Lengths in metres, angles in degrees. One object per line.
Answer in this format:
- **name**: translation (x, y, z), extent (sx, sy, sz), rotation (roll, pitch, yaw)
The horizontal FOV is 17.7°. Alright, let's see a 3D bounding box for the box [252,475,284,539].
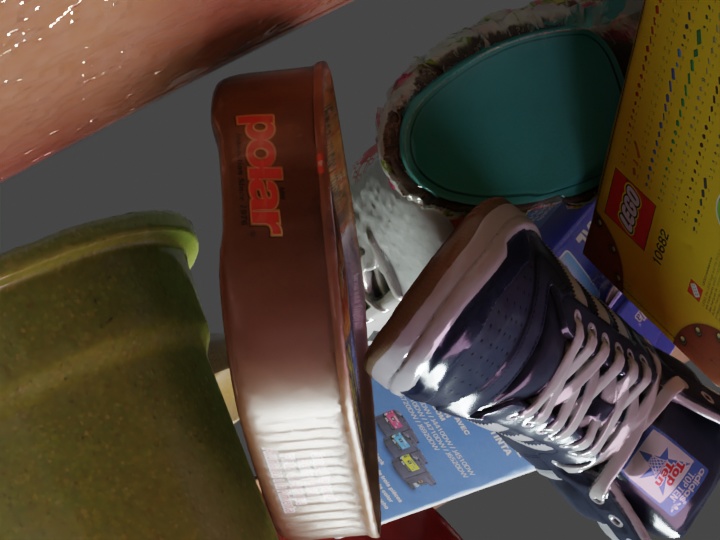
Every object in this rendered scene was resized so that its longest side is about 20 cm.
- **box**: translation (-0.140, 0.170, 1.171), extent (0.199, 0.096, 0.100), rotation (-27, -172, -19)

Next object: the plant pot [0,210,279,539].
- **plant pot**: translation (-0.101, 0.110, 0.796), extent (0.199, 0.185, 0.200), rotation (-30, 170, -6)

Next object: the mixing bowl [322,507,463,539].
- **mixing bowl**: translation (-0.028, 0.210, 1.711), extent (0.199, 0.109, 0.200), rotation (-30, 170, -6)

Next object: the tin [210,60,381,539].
- **tin**: translation (-0.018, 0.016, 0.722), extent (0.041, 0.113, 0.200), rotation (-9, 154, 0)

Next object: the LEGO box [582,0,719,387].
- **LEGO box**: translation (0.165, -0.079, 0.740), extent (0.148, 0.077, 0.201), rotation (-25, 144, -29)

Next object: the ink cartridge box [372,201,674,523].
- **ink cartridge box**: translation (0.066, 0.027, 0.990), extent (0.199, 0.077, 0.136), rotation (-23, -163, 44)

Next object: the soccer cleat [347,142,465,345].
- **soccer cleat**: translation (0.000, 0.000, 0.876), extent (0.085, 0.069, 0.200), rotation (-30, 178, -10)

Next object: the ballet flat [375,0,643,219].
- **ballet flat**: translation (0.082, -0.069, 0.805), extent (0.199, 0.076, 0.064), rotation (-20, -160, -24)

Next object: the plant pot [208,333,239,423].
- **plant pot**: translation (-0.123, 0.080, 1.040), extent (0.199, 0.028, 0.200), rotation (-30, 169, -6)

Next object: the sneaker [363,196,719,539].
- **sneaker**: translation (0.070, 0.041, 0.760), extent (0.070, 0.108, 0.200), rotation (-51, 167, 2)
